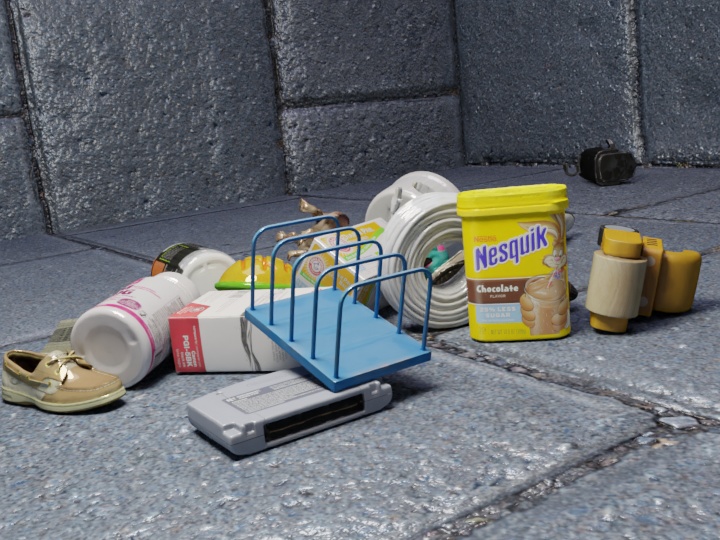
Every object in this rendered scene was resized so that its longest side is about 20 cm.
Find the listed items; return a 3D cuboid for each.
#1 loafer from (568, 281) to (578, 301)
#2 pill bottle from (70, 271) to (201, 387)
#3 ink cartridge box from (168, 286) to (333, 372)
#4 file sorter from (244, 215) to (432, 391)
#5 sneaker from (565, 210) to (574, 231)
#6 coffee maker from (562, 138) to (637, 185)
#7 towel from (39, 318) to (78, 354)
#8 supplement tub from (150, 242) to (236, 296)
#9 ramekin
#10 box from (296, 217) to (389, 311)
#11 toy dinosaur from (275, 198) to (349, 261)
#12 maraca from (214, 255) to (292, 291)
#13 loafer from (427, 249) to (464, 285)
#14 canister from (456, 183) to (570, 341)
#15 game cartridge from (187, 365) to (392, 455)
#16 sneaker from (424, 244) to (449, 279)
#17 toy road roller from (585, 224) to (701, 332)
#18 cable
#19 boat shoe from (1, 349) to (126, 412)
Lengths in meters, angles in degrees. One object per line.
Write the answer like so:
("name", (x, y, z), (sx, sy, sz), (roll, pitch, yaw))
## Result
("loafer", (0.265, 0.026, 1.319), (0.072, 0.073, 0.200), (21, 1, -17))
("pill bottle", (-0.303, 0.075, 1.162), (0.113, 0.114, 0.200), (-3, 15, 14))
("ink cartridge box", (-0.142, 0.081, 1.160), (0.199, 0.083, 0.147), (-2, 12, 15))
("file sorter", (-0.027, 0.027, 0.978), (0.138, 0.123, 0.200), (-12, 28, -34))
("sneaker", (0.404, -0.079, 1.777), (0.080, 0.074, 0.200), (23, 32, 39))
("coffee maker", (0.801, -0.342, 2.787), (0.192, 0.135, 0.200), (-28, 8, 7))
("towel", (-0.392, 0.107, 1.320), (0.199, 0.035, 0.193), (-5, 14, -8))
("supplement tub", (-0.296, 0.015, 1.473), (0.122, 0.123, 0.200), (-12, 13, -28))
("ramekin", (0.103, -0.078, 1.572), (0.200, 0.201, 0.098), (3, 22, 39))
("box", (0.000, 0.000, 1.347), (0.112, 0.102, 0.200), (39, 30, 19))
("toy dinosaur", (-0.056, -0.051, 1.408), (0.135, 0.086, 0.200), (9, -38, -26))
("maraca", (-0.144, 0.031, 1.374), (0.199, 0.108, 0.137), (5, -2, -40))
("loafer", (0.181, -0.001, 1.320), (0.200, 0.076, 0.068), (-34, 5, 0))
("canister", (0.212, -0.010, 1.139), (0.148, 0.201, 0.087), (-4, 11, 11))
("game cartridge", (-0.082, 0.147, 0.926), (0.199, 0.042, 0.133), (-13, 9, -31))
("sneaker", (0.068, -0.020, 1.465), (0.199, 0.121, 0.084), (-1, 11, 26))
("toy road roller", (0.397, 0.010, 1.165), (0.145, 0.123, 0.200), (10, 14, 16))
("cable", (0.122, -0.014, 1.218), (0.199, 0.201, 0.069), (13, 9, -21))
("boat shoe", (-0.384, 0.135, 1.054), (0.199, 0.067, 0.074), (0, 12, 26))
